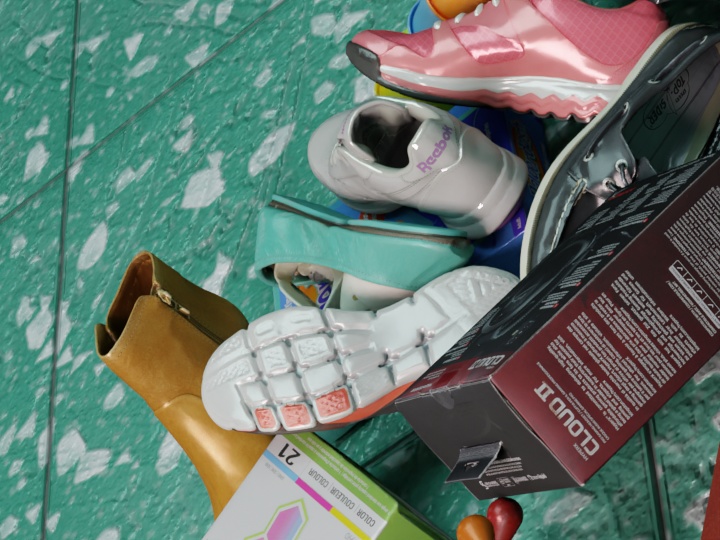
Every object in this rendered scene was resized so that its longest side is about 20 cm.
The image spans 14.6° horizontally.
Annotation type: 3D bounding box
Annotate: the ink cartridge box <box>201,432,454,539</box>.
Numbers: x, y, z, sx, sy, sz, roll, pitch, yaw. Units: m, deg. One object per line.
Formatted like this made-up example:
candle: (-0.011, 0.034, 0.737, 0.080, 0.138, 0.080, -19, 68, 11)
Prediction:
ink cartridge box: (-0.044, 0.203, 1.586, 0.200, 0.076, 0.148, -53, 31, -2)

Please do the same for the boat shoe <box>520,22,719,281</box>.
boat shoe: (0.161, -0.056, 1.572, 0.199, 0.075, 0.066, -52, 18, -16)

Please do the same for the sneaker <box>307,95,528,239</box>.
sneaker: (0.018, -0.078, 1.672, 0.200, 0.100, 0.075, 15, 73, 58)

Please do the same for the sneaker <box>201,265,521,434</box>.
sneaker: (0.010, 0.061, 1.613, 0.200, 0.082, 0.077, -13, 62, 11)

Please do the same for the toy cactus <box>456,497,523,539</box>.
toy cactus: (0.081, 0.216, 1.417, 0.165, 0.102, 0.200, -66, 31, 16)

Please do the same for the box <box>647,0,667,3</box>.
box: (0.174, -0.248, 1.639, 0.148, 0.124, 0.200, -19, 23, -21)

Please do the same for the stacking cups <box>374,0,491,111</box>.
stacking cups: (0.057, -0.162, 1.730, 0.200, 0.060, 0.061, 112, 173, -57)

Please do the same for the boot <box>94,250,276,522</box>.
boot: (-0.103, 0.092, 1.708, 0.071, 0.144, 0.201, -34, 37, 30)

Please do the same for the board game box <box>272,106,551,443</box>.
board game box: (0.032, -0.007, 1.721, 0.200, 0.045, 0.152, -39, 34, 23)

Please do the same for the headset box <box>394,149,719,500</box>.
headset box: (0.116, 0.036, 1.443, 0.200, 0.077, 0.149, -44, 7, -19)

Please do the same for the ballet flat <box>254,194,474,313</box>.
ballet flat: (0.000, 0.000, 1.665, 0.200, 0.067, 0.071, 12, 92, 57)

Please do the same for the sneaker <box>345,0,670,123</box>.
sneaker: (0.091, -0.136, 1.661, 0.200, 0.074, 0.087, 9, 94, 16)

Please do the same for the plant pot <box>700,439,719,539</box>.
plant pot: (0.252, 0.104, 1.197, 0.176, 0.200, 0.200, -30, 37, 51)
